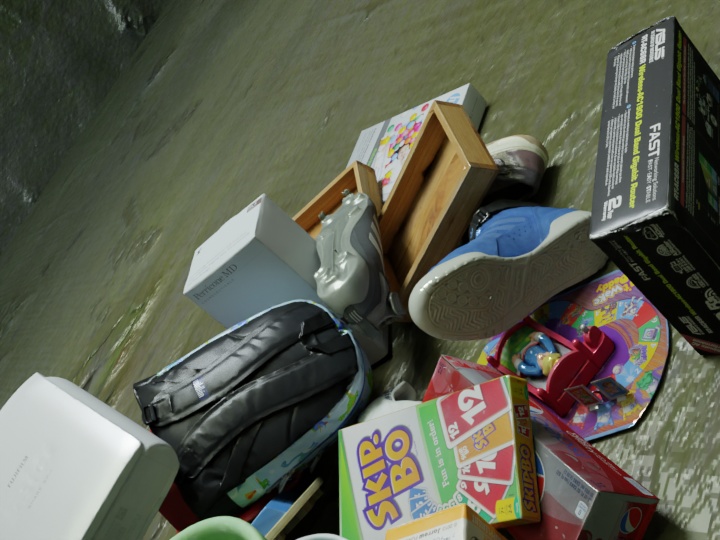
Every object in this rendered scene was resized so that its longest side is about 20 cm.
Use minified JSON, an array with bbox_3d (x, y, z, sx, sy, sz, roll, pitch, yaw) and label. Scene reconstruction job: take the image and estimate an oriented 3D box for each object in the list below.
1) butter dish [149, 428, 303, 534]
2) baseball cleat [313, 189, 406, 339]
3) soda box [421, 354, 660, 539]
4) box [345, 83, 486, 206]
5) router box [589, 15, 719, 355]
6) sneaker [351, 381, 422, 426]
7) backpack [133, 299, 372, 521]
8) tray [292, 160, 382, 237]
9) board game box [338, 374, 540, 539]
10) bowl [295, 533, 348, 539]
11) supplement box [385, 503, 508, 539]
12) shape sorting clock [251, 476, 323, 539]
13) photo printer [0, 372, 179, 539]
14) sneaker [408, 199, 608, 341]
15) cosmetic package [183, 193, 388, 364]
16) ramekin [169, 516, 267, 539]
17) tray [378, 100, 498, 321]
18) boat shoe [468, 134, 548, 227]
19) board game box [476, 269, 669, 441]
[{"bbox_3d":[-0.166,0.173,0.988,0.199,0.147,0.202,-38,31,22],"label":"butter dish"},{"bbox_3d":[0.000,0.000,0.925,0.069,0.107,0.201,-30,23,23],"label":"baseball cleat"},{"bbox_3d":[0.118,0.139,0.673,0.200,0.063,0.071,40,112,57],"label":"soda box"},{"bbox_3d":[0.053,-0.132,1.144,0.198,0.041,0.158,-14,46,47],"label":"box"},{"bbox_3d":[0.240,-0.063,0.679,0.062,0.149,0.202,-23,38,40],"label":"router box"},{"bbox_3d":[0.051,0.157,0.780,0.080,0.077,0.200,-43,29,-6],"label":"sneaker"},{"bbox_3d":[-0.084,0.118,0.866,0.200,0.154,0.164,-43,59,5],"label":"backpack"},{"bbox_3d":[-0.050,-0.034,1.131,0.199,0.037,0.100,-38,48,34],"label":"tray"},{"bbox_3d":[0.044,0.149,0.681,0.199,0.030,0.097,-28,55,45],"label":"board game box"},{"bbox_3d":[-0.025,0.308,0.671,0.200,0.105,0.203,-35,33,26],"label":"bowl"},{"bbox_3d":[0.070,0.267,0.563,0.073,0.126,0.202,-27,36,32],"label":"supplement box"},{"bbox_3d":[-0.101,0.263,0.824,0.201,0.039,0.200,-51,-6,-7],"label":"shape sorting clock"},{"bbox_3d":[-0.269,0.188,0.807,0.198,0.069,0.168,21,75,37],"label":"photo printer"},{"bbox_3d":[0.113,-0.005,0.816,0.198,0.078,0.111,-26,20,-19],"label":"sneaker"},{"bbox_3d":[-0.073,0.031,0.962,0.112,0.199,0.082,-37,29,26],"label":"cosmetic package"},{"bbox_3d":[-0.093,0.274,0.596,0.199,0.097,0.202,-35,32,26],"label":"ramekin"},{"bbox_3d":[0.064,-0.055,0.924,0.202,0.036,0.100,-65,34,38],"label":"tray"},{"bbox_3d":[0.106,-0.077,0.974,0.198,0.072,0.065,-20,35,34],"label":"boat shoe"},{"bbox_3d":[0.154,0.070,0.760,0.198,0.039,0.160,-27,36,36],"label":"board game box"}]
